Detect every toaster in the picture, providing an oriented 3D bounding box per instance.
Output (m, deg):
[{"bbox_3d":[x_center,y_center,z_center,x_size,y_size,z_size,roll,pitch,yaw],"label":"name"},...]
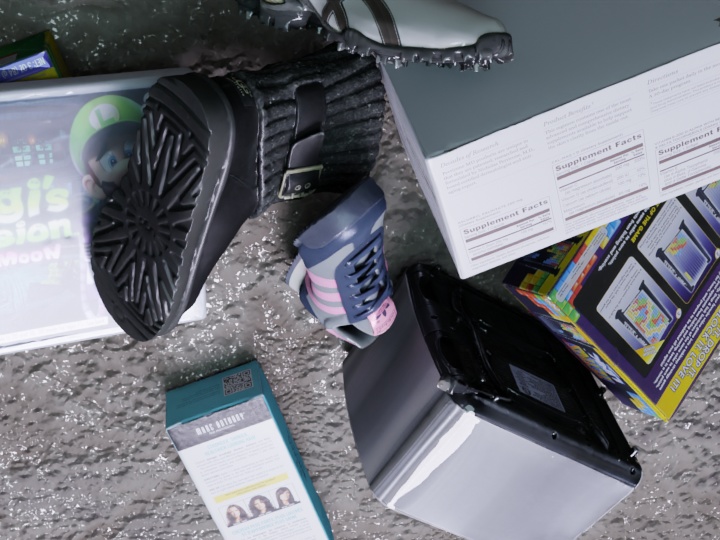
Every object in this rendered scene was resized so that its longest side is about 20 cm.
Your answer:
[{"bbox_3d":[0.087,0.101,0.819,0.200,0.181,0.119,26,114,-25],"label":"toaster"}]

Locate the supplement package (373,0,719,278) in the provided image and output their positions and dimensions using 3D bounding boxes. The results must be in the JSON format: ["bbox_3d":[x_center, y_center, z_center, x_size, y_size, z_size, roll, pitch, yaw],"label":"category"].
[{"bbox_3d":[0.124,-0.116,0.701,0.200,0.156,0.111,-21,136,1],"label":"supplement package"}]

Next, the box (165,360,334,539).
[{"bbox_3d":[-0.088,0.175,0.905,0.082,0.049,0.200,-19,122,0],"label":"box"}]

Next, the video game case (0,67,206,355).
[{"bbox_3d":[-0.201,-0.034,0.710,0.200,0.023,0.182,-9,118,-21],"label":"video game case"}]

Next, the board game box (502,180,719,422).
[{"bbox_3d":[0.219,-0.018,0.800,0.165,0.057,0.200,43,77,-30],"label":"board game box"}]

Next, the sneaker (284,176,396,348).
[{"bbox_3d":[0.000,0.000,0.737,0.070,0.200,0.082,-38,83,-12],"label":"sneaker"}]

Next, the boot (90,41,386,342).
[{"bbox_3d":[-0.076,-0.049,0.706,0.158,0.079,0.211,-21,152,-46],"label":"boot"}]

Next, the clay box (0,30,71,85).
[{"bbox_3d":[-0.224,-0.049,0.744,0.115,0.048,0.200,-21,121,-1],"label":"clay box"}]

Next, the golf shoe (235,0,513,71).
[{"bbox_3d":[0.007,-0.176,0.644,0.078,0.200,0.095,-12,121,-54],"label":"golf shoe"}]
